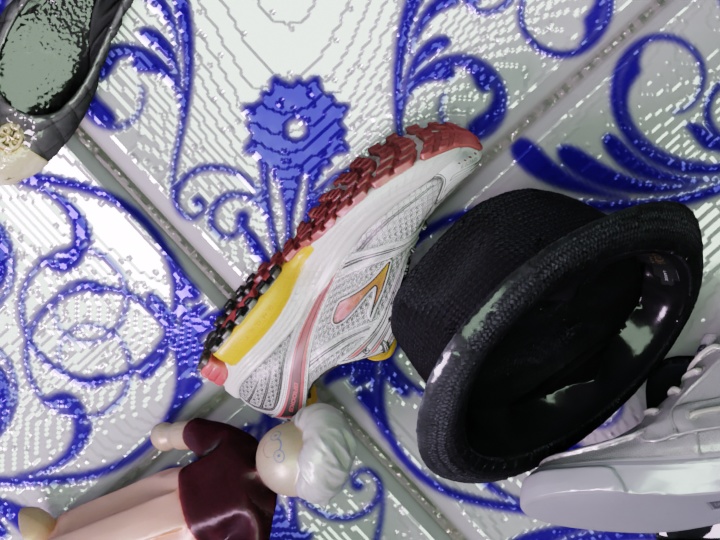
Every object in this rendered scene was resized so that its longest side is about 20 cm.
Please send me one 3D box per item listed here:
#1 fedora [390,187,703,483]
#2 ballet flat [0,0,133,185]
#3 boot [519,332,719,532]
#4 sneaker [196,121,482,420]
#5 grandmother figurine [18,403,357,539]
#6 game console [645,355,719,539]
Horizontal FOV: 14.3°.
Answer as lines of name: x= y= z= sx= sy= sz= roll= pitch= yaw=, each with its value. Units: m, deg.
fedora: x=0.088 y=0.020 z=1.541 sx=0.092 sy=0.200 sz=0.201 roll=43 pitch=101 yaw=32
ballet flat: x=-0.160 y=-0.137 z=1.547 sx=0.066 sy=0.057 sz=0.200 roll=26 pitch=100 yaw=-4
boot: x=0.184 y=0.083 z=1.546 sx=0.199 sy=0.074 sz=0.096 roll=-6 pitch=65 yaw=13
sneaker: x=0.000 y=0.000 z=1.573 sx=0.082 sy=0.078 sz=0.200 roll=38 pitch=108 yaw=-11
grandmother figurine: x=-0.089 y=0.131 z=1.573 sx=0.200 sy=0.061 sz=0.122 roll=-27 pitch=69 yaw=18
game console: x=0.246 y=0.140 z=1.549 sx=0.199 sy=0.118 sz=0.171 roll=-2 pitch=102 yaw=18
